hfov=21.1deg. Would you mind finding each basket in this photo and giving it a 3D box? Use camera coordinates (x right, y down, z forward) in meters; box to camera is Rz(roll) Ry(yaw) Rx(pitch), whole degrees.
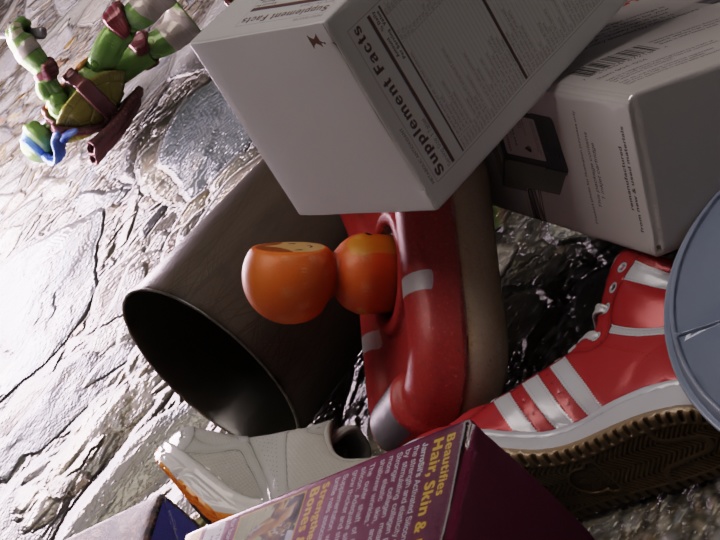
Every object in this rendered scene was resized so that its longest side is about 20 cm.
[{"bbox_3d":[-0.032,-0.010,1.193,0.200,0.136,0.180,-50,-2,-21],"label":"basket"}]

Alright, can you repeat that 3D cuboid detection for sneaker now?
[{"bbox_3d":[-0.041,0.121,1.102,0.092,0.076,0.200,-45,32,-15],"label":"sneaker"},{"bbox_3d":[0.106,0.058,0.955,0.199,0.071,0.113,-16,42,34],"label":"sneaker"}]

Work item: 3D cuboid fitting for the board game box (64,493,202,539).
[{"bbox_3d":[-0.163,0.241,1.069,0.199,0.097,0.160,-29,31,32],"label":"board game box"}]

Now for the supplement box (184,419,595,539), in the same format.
[{"bbox_3d":[-0.002,0.175,0.914,0.199,0.103,0.131,-25,32,38],"label":"supplement box"}]

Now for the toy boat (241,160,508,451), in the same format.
[{"bbox_3d":[0.000,0.000,1.045,0.131,0.130,0.202,121,146,-65],"label":"toy boat"}]

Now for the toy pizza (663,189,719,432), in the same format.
[{"bbox_3d":[0.231,0.008,0.849,0.199,0.032,0.201,-17,46,18],"label":"toy pizza"}]

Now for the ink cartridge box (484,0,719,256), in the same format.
[{"bbox_3d":[0.152,-0.084,1.010,0.145,0.085,0.200,-20,18,-20],"label":"ink cartridge box"}]

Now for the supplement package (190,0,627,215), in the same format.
[{"bbox_3d":[0.033,-0.132,0.961,0.109,0.114,0.200,0,39,51],"label":"supplement package"}]

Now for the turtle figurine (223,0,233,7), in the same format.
[{"bbox_3d":[-0.020,-0.180,1.331,0.200,0.194,0.144,-43,18,-18],"label":"turtle figurine"}]

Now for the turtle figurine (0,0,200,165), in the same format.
[{"bbox_3d":[-0.258,-0.202,1.773,0.194,0.144,0.200,-40,29,0],"label":"turtle figurine"}]
